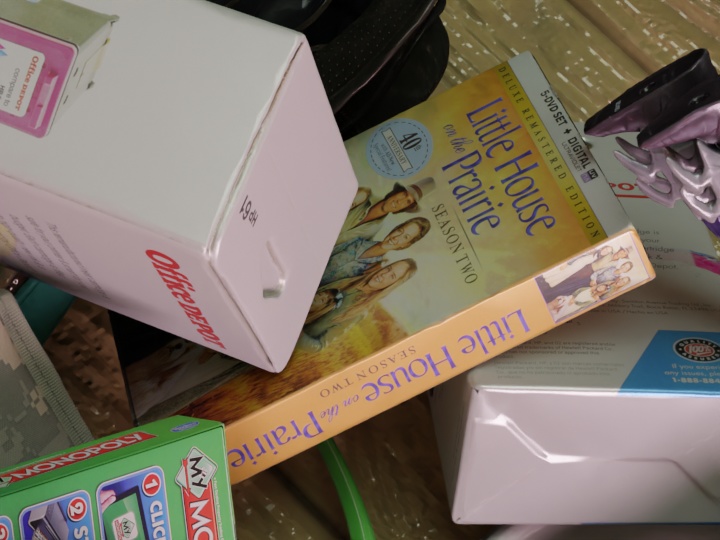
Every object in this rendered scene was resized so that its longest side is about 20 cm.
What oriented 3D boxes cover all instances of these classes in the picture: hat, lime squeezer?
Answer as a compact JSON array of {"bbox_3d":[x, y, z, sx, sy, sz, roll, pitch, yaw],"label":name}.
[{"bbox_3d":[-0.010,-0.107,1.028,0.081,0.200,0.201,40,46,-36],"label":"hat"},{"bbox_3d":[-0.008,0.145,0.897,0.038,0.071,0.200,38,50,-29],"label":"lime squeezer"}]

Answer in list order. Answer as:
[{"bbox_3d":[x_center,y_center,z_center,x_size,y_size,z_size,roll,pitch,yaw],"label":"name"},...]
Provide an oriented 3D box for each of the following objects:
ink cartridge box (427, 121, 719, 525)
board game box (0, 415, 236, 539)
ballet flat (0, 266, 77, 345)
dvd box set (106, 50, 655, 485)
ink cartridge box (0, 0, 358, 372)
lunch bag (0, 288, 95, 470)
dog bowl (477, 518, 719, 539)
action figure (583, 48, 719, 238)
[{"bbox_3d":[0.084,0.016,0.963,0.115,0.068,0.200,2,33,-7],"label":"ink cartridge box"},{"bbox_3d":[-0.092,0.161,0.782,0.134,0.029,0.201,-15,104,-42],"label":"board game box"},{"bbox_3d":[-0.122,-0.023,0.934,0.062,0.067,0.200,39,81,28],"label":"ballet flat"},{"bbox_3d":[0.000,0.000,0.916,0.200,0.029,0.146,-26,34,4],"label":"dvd box set"},{"bbox_3d":[-0.110,-0.050,0.826,0.200,0.145,0.085,22,76,13],"label":"ink cartridge box"},{"bbox_3d":[-0.152,0.133,0.822,0.164,0.117,0.200,-39,107,-35],"label":"lunch bag"},{"bbox_3d":[0.109,0.170,0.905,0.200,0.059,0.200,7,57,-11],"label":"dog bowl"},{"bbox_3d":[0.168,0.012,0.871,0.069,0.130,0.200,-35,105,8],"label":"action figure"}]
